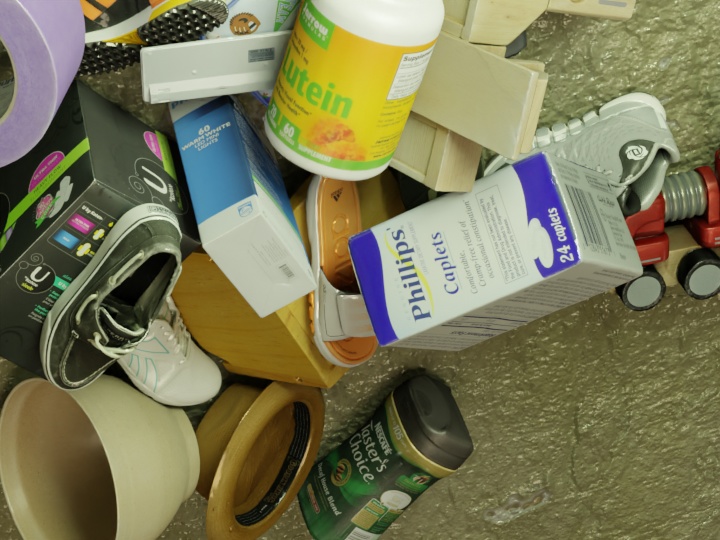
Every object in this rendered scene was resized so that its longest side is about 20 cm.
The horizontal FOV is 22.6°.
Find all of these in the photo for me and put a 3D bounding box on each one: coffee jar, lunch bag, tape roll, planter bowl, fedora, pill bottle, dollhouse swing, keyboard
[{"bbox_3d":[0.027,0.204,1.888,0.085,0.104,0.200,28,117,-38],"label":"coffee jar"},{"bbox_3d":[-0.032,-0.229,1.506,0.200,0.076,0.160,-33,134,15],"label":"lunch bag"},{"bbox_3d":[-0.322,-0.181,1.407,0.199,0.085,0.201,5,127,7],"label":"tape roll"},{"bbox_3d":[-0.242,0.188,1.751,0.134,0.200,0.201,-14,140,-42],"label":"planter bowl"},{"bbox_3d":[-0.116,0.181,1.816,0.201,0.082,0.201,-43,147,-37],"label":"fedora"},{"bbox_3d":[0.001,-0.182,1.426,0.111,0.111,0.200,6,127,-21],"label":"pill bottle"},{"bbox_3d":[-0.071,-0.021,1.706,0.181,0.176,0.200,7,146,35],"label":"dollhouse swing"},{"bbox_3d":[-0.082,-0.173,1.488,0.199,0.011,0.056,-9,132,-12],"label":"keyboard"}]

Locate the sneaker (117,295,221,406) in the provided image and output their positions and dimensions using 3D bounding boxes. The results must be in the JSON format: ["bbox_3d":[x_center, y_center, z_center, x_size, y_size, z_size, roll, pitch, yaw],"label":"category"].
[{"bbox_3d":[-0.197,0.063,1.702,0.080,0.071,0.200,-30,131,29],"label":"sneaker"}]

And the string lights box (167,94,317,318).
[{"bbox_3d":[-0.102,-0.067,1.540,0.059,0.200,0.103,-28,132,8],"label":"string lights box"}]

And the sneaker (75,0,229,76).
[{"bbox_3d":[-0.195,-0.223,1.472,0.199,0.090,0.070,-14,164,29],"label":"sneaker"}]

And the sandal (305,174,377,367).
[{"bbox_3d":[-0.006,0.003,1.627,0.079,0.059,0.207,-32,126,-37],"label":"sandal"}]

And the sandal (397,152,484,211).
[{"bbox_3d":[0.076,-0.072,1.690,0.079,0.057,0.201,-4,139,1],"label":"sandal"}]

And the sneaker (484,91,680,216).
[{"bbox_3d":[0.205,-0.083,1.677,0.200,0.116,0.075,-29,134,9],"label":"sneaker"}]

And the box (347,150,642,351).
[{"bbox_3d":[0.120,-0.012,1.581,0.199,0.105,0.184,-24,166,21],"label":"box"}]

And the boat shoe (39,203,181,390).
[{"bbox_3d":[-0.208,0.036,1.489,0.070,0.064,0.200,14,126,-30],"label":"boat shoe"}]

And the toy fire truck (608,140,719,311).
[{"bbox_3d":[0.317,-0.070,1.732,0.175,0.129,0.201,-10,121,-8],"label":"toy fire truck"}]

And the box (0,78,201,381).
[{"bbox_3d":[-0.255,-0.032,1.560,0.124,0.149,0.200,31,116,-36],"label":"box"}]

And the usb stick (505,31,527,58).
[{"bbox_3d":[0.112,-0.265,1.544,0.055,0.033,0.200,-16,133,-7],"label":"usb stick"}]

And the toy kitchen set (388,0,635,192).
[{"bbox_3d":[0.148,-0.158,1.484,0.180,0.163,0.201,0,112,-38],"label":"toy kitchen set"}]
